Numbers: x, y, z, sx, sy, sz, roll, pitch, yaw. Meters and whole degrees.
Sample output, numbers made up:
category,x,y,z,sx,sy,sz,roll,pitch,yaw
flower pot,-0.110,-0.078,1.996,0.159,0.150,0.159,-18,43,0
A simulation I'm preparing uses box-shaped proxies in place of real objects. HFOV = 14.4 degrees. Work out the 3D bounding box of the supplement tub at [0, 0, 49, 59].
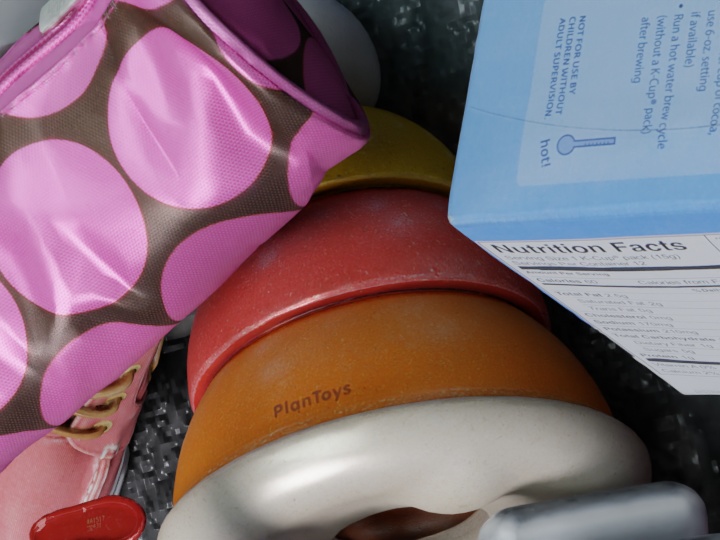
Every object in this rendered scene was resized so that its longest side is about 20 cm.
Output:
category,x,y,z,sx,sy,sz,roll,pitch,yaw
supplement tub,-0.170,-0.087,0.908,0.200,0.144,0.146,-35,71,54

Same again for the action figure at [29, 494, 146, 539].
category,x,y,z,sx,sy,sz,roll,pitch,yaw
action figure,-0.018,0.115,0.780,0.051,0.200,0.066,-9,68,27

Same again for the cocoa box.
category,x,y,z,sx,sy,sz,roll,pitch,yaw
cocoa box,0.120,-0.082,0.710,0.133,0.131,0.201,-3,68,35

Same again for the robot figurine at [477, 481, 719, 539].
category,x,y,z,sx,sy,sz,roll,pitch,yaw
robot figurine,0.075,0.163,0.788,0.112,0.170,0.201,-7,108,-8

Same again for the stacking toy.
category,x,y,z,sx,sy,sz,roll,pitch,yaw
stacking toy,0.000,0.000,0.860,0.146,0.146,0.201,-29,58,32

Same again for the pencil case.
category,x,y,z,sx,sy,sz,roll,pitch,yaw
pencil case,-0.094,-0.013,0.817,0.200,0.094,0.091,-43,34,18

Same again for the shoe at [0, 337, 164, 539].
category,x,y,z,sx,sy,sz,roll,pitch,yaw
shoe,-0.099,0.025,0.918,0.071,0.091,0.201,16,100,-6
